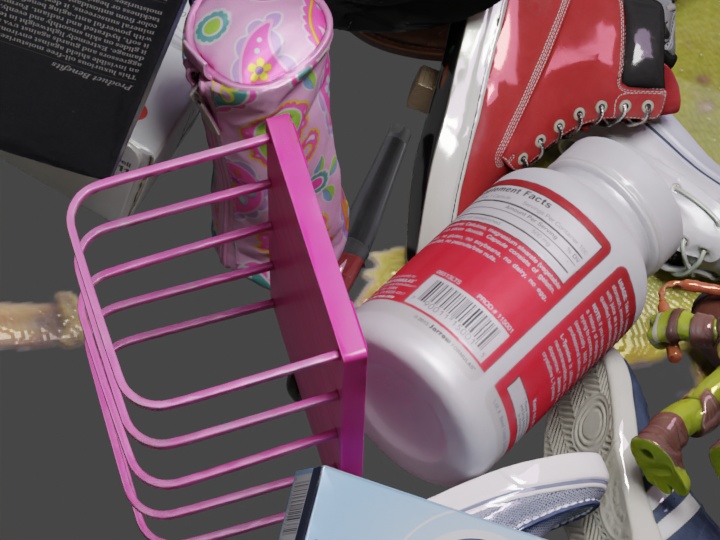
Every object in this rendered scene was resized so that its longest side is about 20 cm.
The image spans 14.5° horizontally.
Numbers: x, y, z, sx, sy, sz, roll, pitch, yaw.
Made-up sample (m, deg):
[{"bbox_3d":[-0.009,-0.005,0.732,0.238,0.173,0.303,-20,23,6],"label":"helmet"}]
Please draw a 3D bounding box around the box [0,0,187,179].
[{"bbox_3d":[-0.144,-0.191,1.486,0.122,0.199,0.201,17,57,-10],"label":"box"}]

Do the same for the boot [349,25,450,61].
[{"bbox_3d":[0.008,-0.189,1.693,0.199,0.076,0.074,26,55,10],"label":"boot"}]

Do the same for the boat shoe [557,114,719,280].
[{"bbox_3d":[0.198,-0.024,1.680,0.067,0.074,0.200,-34,62,-25],"label":"boat shoe"}]

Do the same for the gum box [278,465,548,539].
[{"bbox_3d":[0.041,0.210,1.439,0.199,0.045,0.171,19,76,-18],"label":"gum box"}]

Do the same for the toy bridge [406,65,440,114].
[{"bbox_3d":[0.082,-0.168,1.750,0.067,0.027,0.201,19,57,-6],"label":"toy bridge"}]

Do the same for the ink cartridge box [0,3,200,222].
[{"bbox_3d":[-0.144,-0.145,1.630,0.146,0.083,0.201,30,55,2],"label":"ink cartridge box"}]

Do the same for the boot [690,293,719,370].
[{"bbox_3d":[0.233,0.117,1.582,0.188,0.068,0.200,45,42,-3],"label":"boot"}]

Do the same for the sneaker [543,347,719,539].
[{"bbox_3d":[0.162,0.135,1.570,0.084,0.075,0.201,13,51,-31],"label":"sneaker"}]

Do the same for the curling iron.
[{"bbox_3d":[0.000,0.000,1.621,0.049,0.026,0.201,17,57,-4],"label":"curling iron"}]

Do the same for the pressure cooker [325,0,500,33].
[{"bbox_3d":[0.011,-0.255,1.588,0.174,0.179,0.201,-3,66,6],"label":"pressure cooker"}]

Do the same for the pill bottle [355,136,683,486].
[{"bbox_3d":[0.085,0.017,1.557,0.112,0.112,0.200,43,61,11],"label":"pill bottle"}]

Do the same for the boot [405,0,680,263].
[{"bbox_3d":[0.110,-0.075,1.646,0.143,0.072,0.201,17,82,-10],"label":"boot"}]

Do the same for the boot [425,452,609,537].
[{"bbox_3d":[0.051,0.168,1.507,0.199,0.073,0.091,-18,71,-10],"label":"boot"}]

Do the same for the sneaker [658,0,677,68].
[{"bbox_3d":[0.195,-0.182,1.781,0.199,0.075,0.116,-9,81,-30],"label":"sneaker"}]

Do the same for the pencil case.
[{"bbox_3d":[-0.052,-0.074,1.542,0.087,0.201,0.088,-2,56,3],"label":"pencil case"}]

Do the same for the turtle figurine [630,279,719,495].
[{"bbox_3d":[0.226,0.055,1.529,0.199,0.065,0.161,16,48,29],"label":"turtle figurine"}]

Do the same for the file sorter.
[{"bbox_3d":[-0.075,0.042,1.458,0.125,0.200,0.140,-15,64,-9],"label":"file sorter"}]
